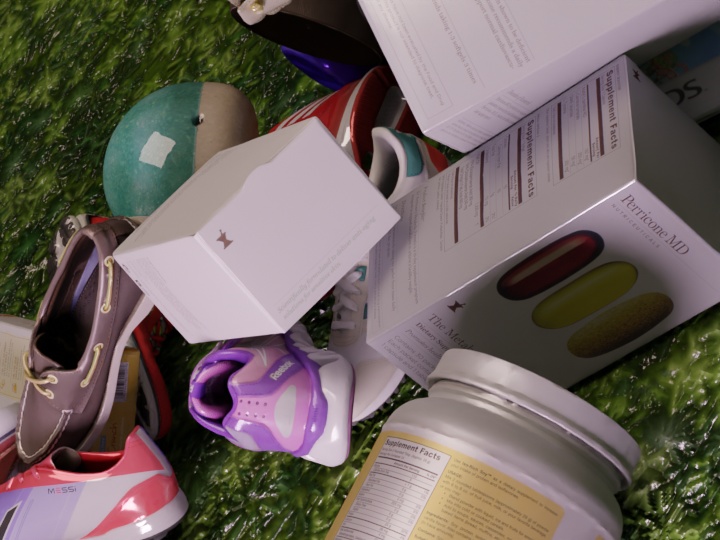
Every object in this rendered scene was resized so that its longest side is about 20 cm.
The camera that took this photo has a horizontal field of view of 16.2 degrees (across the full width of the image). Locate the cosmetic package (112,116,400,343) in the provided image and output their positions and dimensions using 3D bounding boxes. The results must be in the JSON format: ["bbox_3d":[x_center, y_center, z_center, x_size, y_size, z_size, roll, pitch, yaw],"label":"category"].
[{"bbox_3d":[-0.069,-0.021,1.553,0.108,0.085,0.200,-44,12,-15],"label":"cosmetic package"}]

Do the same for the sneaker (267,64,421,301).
[{"bbox_3d":[-0.035,-0.048,1.763,0.115,0.078,0.200,-17,34,55],"label":"sneaker"}]

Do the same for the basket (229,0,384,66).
[{"bbox_3d":[-0.006,-0.254,1.754,0.136,0.180,0.201,84,-157,-82],"label":"basket"}]

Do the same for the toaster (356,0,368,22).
[{"bbox_3d":[0.085,-0.213,1.654,0.129,0.200,0.114,-2,92,44],"label":"toaster"}]

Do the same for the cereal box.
[{"bbox_3d":[-0.225,0.113,1.810,0.200,0.039,0.144,12,99,55],"label":"cereal box"}]

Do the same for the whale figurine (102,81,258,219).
[{"bbox_3d":[-0.124,-0.043,1.756,0.200,0.103,0.159,94,179,-56],"label":"whale figurine"}]

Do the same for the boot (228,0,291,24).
[{"bbox_3d":[-0.022,-0.209,1.456,0.154,0.072,0.200,-31,-3,0],"label":"boot"}]

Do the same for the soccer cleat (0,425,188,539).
[{"bbox_3d":[-0.213,0.156,1.690,0.199,0.073,0.068,-15,17,21],"label":"soccer cleat"}]

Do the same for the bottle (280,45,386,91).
[{"bbox_3d":[0.023,-0.224,1.848,0.200,0.065,0.083,-56,27,-4],"label":"bottle"}]

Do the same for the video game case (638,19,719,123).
[{"bbox_3d":[0.137,-0.167,1.535,0.182,0.022,0.200,-26,82,15],"label":"video game case"}]

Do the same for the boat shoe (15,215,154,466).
[{"bbox_3d":[-0.192,0.050,1.685,0.072,0.059,0.200,47,121,33],"label":"boat shoe"}]

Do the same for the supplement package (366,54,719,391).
[{"bbox_3d":[0.113,-0.013,1.484,0.200,0.114,0.110,-33,36,30],"label":"supplement package"}]

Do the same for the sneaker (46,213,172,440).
[{"bbox_3d":[-0.161,0.035,1.828,0.077,0.085,0.200,-60,41,44],"label":"sneaker"}]

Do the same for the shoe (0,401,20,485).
[{"bbox_3d":[-0.276,0.184,1.797,0.200,0.091,0.071,-46,-11,29],"label":"shoe"}]

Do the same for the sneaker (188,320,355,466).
[{"bbox_3d":[-0.071,0.073,1.606,0.200,0.088,0.081,-160,73,-71],"label":"sneaker"}]

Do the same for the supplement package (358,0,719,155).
[{"bbox_3d":[0.112,-0.168,1.468,0.200,0.117,0.117,-28,77,14],"label":"supplement package"}]

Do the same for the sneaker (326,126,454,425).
[{"bbox_3d":[0.000,0.000,1.634,0.070,0.093,0.200,3,62,53],"label":"sneaker"}]

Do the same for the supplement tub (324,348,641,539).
[{"bbox_3d":[0.053,0.159,1.366,0.145,0.145,0.200,9,66,55],"label":"supplement tub"}]
